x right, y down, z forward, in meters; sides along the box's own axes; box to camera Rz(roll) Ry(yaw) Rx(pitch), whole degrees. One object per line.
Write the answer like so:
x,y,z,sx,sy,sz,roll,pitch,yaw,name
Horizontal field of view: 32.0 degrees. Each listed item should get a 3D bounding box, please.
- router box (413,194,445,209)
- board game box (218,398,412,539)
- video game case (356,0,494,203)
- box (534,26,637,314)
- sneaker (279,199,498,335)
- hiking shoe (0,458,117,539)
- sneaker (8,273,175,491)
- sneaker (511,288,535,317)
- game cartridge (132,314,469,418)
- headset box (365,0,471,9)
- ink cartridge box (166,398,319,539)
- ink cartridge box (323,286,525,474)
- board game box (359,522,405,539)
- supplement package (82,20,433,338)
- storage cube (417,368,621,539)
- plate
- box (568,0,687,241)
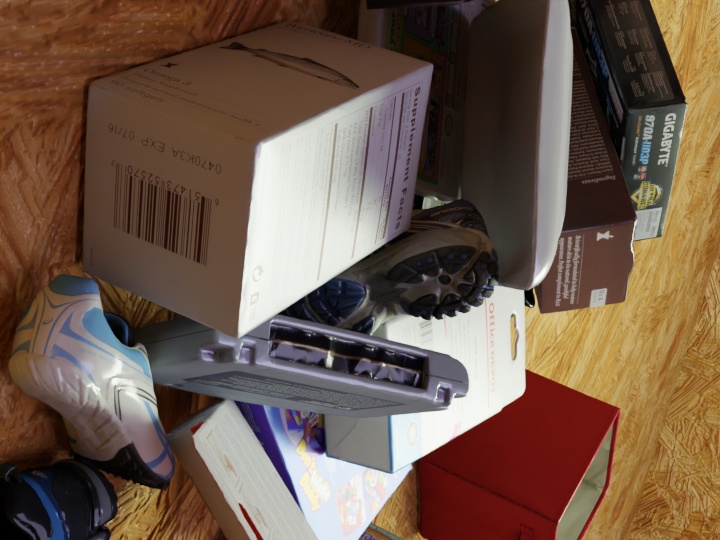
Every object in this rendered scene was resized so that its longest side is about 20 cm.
0.055,-0.046,1.081,0.149,0.062,0.203,-32,138,-53,router box
-0.033,0.116,0.970,0.135,0.044,0.202,-46,130,-41,board game box
0.050,-0.158,0.927,0.181,0.022,0.203,11,83,-60,video game case
0.152,-0.079,0.965,0.101,0.074,0.202,83,-2,-52,box
0.000,0.000,0.872,0.086,0.197,0.078,-85,159,-50,sneaker
-0.208,0.206,0.725,0.086,0.074,0.203,14,88,-59,hiking shoe
-0.145,0.073,0.738,0.201,0.071,0.073,78,30,-59,sneaker
0.104,0.027,1.067,0.071,0.082,0.203,-15,124,-61,sneaker
-0.045,0.063,0.806,0.198,0.132,0.042,15,68,-37,game cartridge
0.064,-0.263,0.846,0.200,0.076,0.151,-32,120,-56,headset box
-0.070,0.168,0.795,0.050,0.162,0.200,-31,-179,3,ink cartridge box
0.054,0.068,0.988,0.199,0.067,0.117,-19,110,-51,ink cartridge box
-0.013,0.321,1.139,0.045,0.151,0.203,-28,134,-55,board game box
-0.056,-0.064,0.748,0.200,0.116,0.119,-34,138,-54,supplement package
0.183,0.237,1.467,0.201,0.178,0.172,-53,153,-34,storage cube
0.107,-0.089,0.864,0.200,0.032,0.203,-177,-89,-81,plate
0.200,-0.148,0.991,0.160,0.045,0.202,82,-1,-55,box
